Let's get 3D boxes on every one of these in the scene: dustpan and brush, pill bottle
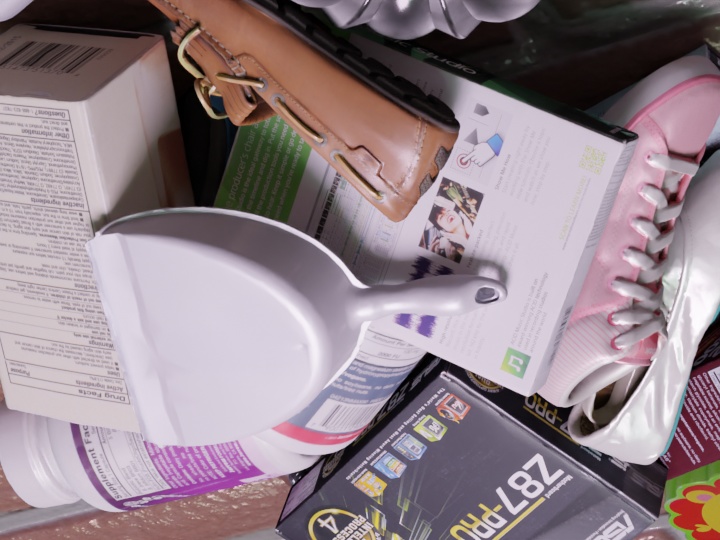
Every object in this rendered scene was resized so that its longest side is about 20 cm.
[{"bbox_3d":[-0.026,0.024,1.087,0.200,0.057,0.140,0,122,20],"label":"dustpan and brush"},{"bbox_3d":[0.000,0.000,1.211,0.119,0.120,0.200,21,126,-24],"label":"pill bottle"},{"bbox_3d":[-0.129,0.093,1.362,0.200,0.112,0.112,-15,141,23],"label":"pill bottle"}]

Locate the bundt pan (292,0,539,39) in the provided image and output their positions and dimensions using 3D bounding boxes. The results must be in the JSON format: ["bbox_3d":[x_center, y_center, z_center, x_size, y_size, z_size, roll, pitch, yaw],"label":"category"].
[{"bbox_3d":[0.028,-0.183,1.005,0.202,0.076,0.202,1,144,1],"label":"bundt pan"}]

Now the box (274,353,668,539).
[{"bbox_3d":[0.065,0.142,1.307,0.161,0.049,0.200,34,131,-12],"label":"box"}]

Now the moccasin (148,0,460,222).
[{"bbox_3d":[-0.047,-0.098,1.069,0.201,0.074,0.078,35,104,4],"label":"moccasin"}]

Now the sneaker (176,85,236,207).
[{"bbox_3d":[-0.131,-0.041,1.211,0.082,0.073,0.200,20,139,-17],"label":"sneaker"}]

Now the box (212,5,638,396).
[{"bbox_3d":[0.027,-0.040,1.104,0.200,0.036,0.145,24,107,14],"label":"box"}]

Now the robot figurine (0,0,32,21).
[{"bbox_3d":[-0.191,-0.198,0.962,0.200,0.113,0.170,-30,95,36],"label":"robot figurine"}]

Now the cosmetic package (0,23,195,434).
[{"bbox_3d":[-0.149,-0.023,1.142,0.103,0.087,0.200,8,122,25],"label":"cosmetic package"}]

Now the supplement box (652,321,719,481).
[{"bbox_3d":[0.222,0.070,1.288,0.200,0.109,0.061,-30,93,47],"label":"supplement box"}]

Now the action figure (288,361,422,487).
[{"bbox_3d":[0.045,0.109,1.389,0.200,0.102,0.119,-7,142,28],"label":"action figure"}]

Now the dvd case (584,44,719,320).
[{"bbox_3d":[0.202,-0.045,1.233,0.146,0.022,0.200,-28,134,35],"label":"dvd case"}]

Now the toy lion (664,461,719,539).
[{"bbox_3d":[0.322,0.168,1.495,0.192,0.069,0.200,-21,139,39],"label":"toy lion"}]

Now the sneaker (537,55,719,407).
[{"bbox_3d":[0.145,-0.012,1.129,0.200,0.105,0.075,-50,152,19],"label":"sneaker"}]

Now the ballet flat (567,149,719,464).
[{"bbox_3d":[0.164,0.023,1.197,0.069,0.069,0.200,10,117,-10],"label":"ballet flat"}]
